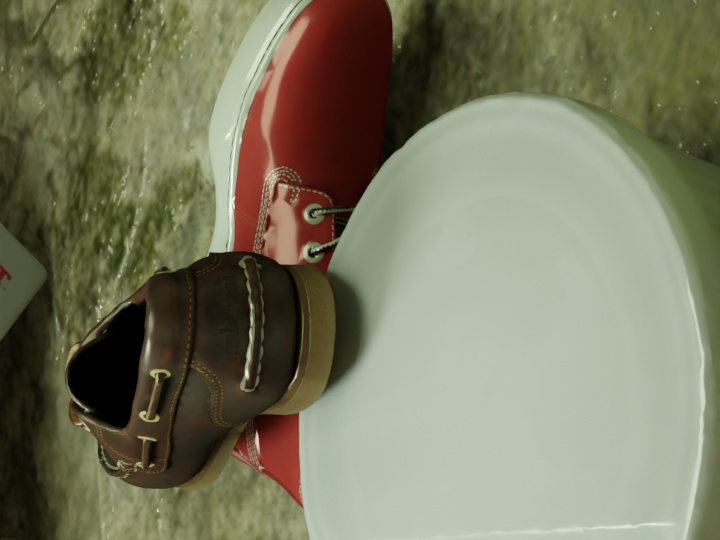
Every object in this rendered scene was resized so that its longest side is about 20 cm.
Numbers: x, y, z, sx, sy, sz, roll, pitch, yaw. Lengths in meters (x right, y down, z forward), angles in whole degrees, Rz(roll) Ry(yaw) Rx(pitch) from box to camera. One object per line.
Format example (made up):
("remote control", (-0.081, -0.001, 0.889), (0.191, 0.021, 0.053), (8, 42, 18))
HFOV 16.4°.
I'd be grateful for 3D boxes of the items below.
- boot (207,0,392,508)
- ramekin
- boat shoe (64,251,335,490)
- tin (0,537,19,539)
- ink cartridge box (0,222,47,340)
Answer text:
("boot", (0.000, 0.000, 0.931), (0.144, 0.072, 0.201), (39, 124, 47))
("ramekin", (0.073, 0.049, 0.806), (0.202, 0.094, 0.204), (-10, 77, 51))
("boat shoe", (-0.072, 0.035, 0.897), (0.200, 0.070, 0.071), (136, 130, -64))
("tin", (-0.235, 0.159, 1.180), (0.200, 0.111, 0.042), (-20, 81, 50))
("ink cartridge box", (-0.277, 0.035, 1.146), (0.146, 0.147, 0.200), (-22, 28, 49))
